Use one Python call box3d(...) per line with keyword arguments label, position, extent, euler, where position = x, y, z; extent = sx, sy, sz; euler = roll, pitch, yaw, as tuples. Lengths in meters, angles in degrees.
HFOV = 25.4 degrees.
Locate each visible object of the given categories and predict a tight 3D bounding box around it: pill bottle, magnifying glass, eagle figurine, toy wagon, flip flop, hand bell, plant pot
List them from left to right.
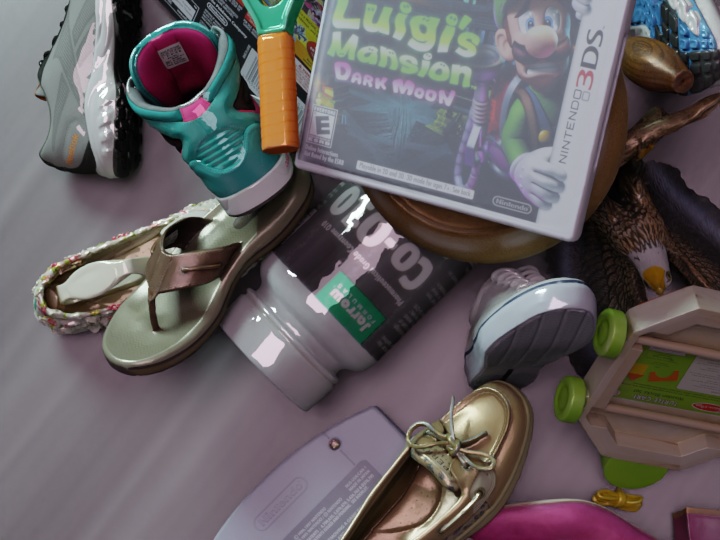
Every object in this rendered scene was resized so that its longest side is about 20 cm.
box3d(label="flip flop", position=(-0.112, -0.012, 1.121), extent=(0.200, 0.058, 0.081), euler=(-48, 47, -11))
box3d(label="magnifying glass", position=(-0.058, -0.177, 1.067), extent=(0.079, 0.022, 0.200), euler=(-6, 80, 15))
box3d(label="pill bottle", position=(0.000, 0.000, 1.154), extent=(0.200, 0.113, 0.113), euler=(-45, 80, -1))
box3d(label="plant pot", position=(0.076, -0.102, 1.051), extent=(0.200, 0.027, 0.200), euler=(3, 99, 21))
box3d(label="hand bell", position=(0.170, -0.159, 1.106), extent=(0.104, 0.200, 0.104), euler=(-8, 114, -19))
box3d(label="eagle figurine", position=(0.204, -0.014, 1.138), extent=(0.152, 0.200, 0.151), euler=(0, 45, 36))
box3d(label="toy wagon", position=(0.213, 0.092, 1.107), extent=(0.155, 0.200, 0.040), euler=(12, 42, -14))

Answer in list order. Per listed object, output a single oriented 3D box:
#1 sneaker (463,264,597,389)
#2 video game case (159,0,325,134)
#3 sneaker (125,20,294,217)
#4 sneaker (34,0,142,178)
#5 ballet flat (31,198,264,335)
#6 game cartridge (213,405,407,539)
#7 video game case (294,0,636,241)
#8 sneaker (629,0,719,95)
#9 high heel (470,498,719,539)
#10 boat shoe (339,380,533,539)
box3d(label="sneaker", position=(0.108, 0.029, 1.100), extent=(0.073, 0.200, 0.071), euler=(0, 73, -13))
box3d(label="video game case", position=(-0.069, -0.209, 1.168), extent=(0.200, 0.181, 0.025), euler=(47, 52, 10))
box3d(label="sneaker", position=(-0.113, -0.122, 1.127), extent=(0.084, 0.200, 0.121), euler=(-33, 114, 0))
box3d(label="sneaker", position=(-0.211, -0.170, 1.221), extent=(0.079, 0.074, 0.201), euler=(0, 82, 11))
box3d(label="ballet flat", position=(-0.154, -0.003, 1.195), extent=(0.200, 0.064, 0.076), euler=(-25, 82, 1))
box3d(label="game cartridge", position=(-0.026, 0.202, 1.168), extent=(0.200, 0.040, 0.133), euler=(-44, 84, -2))
box3d(label="video game case", position=(0.065, -0.130, 1.024), extent=(0.200, 0.023, 0.182), euler=(16, 104, 19))
box3d(label="sneaker", position=(0.240, -0.179, 1.126), extent=(0.086, 0.200, 0.075), euler=(-4, 115, -5))
box3d(label="high heel", position=(0.171, 0.215, 1.129), extent=(0.200, 0.067, 0.096), euler=(5, 72, -8))
box3d(label="boat shoe", position=(0.047, 0.159, 1.107), extent=(0.073, 0.063, 0.200), euler=(32, 85, 37))
